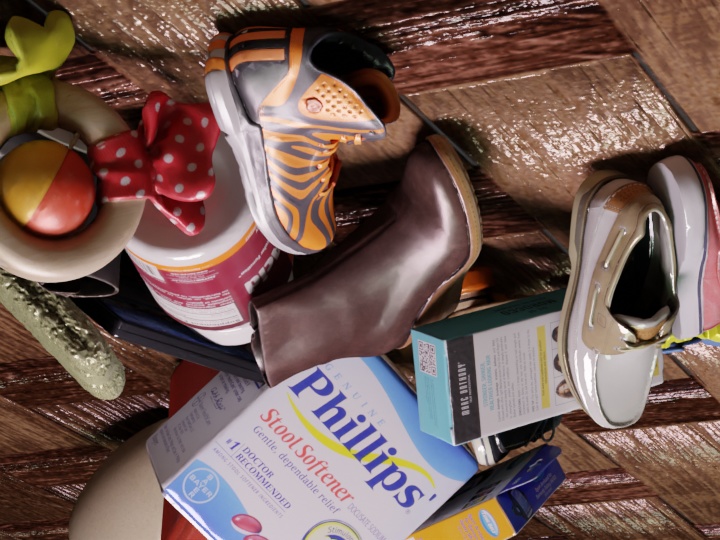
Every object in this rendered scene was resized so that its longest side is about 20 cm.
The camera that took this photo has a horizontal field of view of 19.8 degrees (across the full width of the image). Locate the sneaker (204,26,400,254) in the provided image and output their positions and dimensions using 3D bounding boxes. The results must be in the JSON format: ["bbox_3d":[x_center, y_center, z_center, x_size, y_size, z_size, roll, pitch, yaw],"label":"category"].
[{"bbox_3d":[-0.023,-0.082,1.361,0.111,0.078,0.201,-5,144,15],"label":"sneaker"}]

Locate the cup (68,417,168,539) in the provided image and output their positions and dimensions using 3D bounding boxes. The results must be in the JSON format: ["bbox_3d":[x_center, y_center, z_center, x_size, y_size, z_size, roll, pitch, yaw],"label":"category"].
[{"bbox_3d":[-0.183,0.232,2.090,0.198,0.201,0.144,10,131,-17],"label":"cup"}]

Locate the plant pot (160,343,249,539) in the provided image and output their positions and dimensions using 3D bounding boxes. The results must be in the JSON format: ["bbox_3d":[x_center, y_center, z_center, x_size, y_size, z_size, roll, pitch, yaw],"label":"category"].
[{"bbox_3d":[-0.062,0.146,1.840,0.198,0.201,0.177,8,148,-12],"label":"plant pot"}]

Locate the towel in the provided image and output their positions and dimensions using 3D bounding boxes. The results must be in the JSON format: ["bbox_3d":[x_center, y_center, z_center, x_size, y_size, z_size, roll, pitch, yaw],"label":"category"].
[{"bbox_3d":[-0.258,0.012,1.577,0.200,0.036,0.149,45,169,11],"label":"towel"}]

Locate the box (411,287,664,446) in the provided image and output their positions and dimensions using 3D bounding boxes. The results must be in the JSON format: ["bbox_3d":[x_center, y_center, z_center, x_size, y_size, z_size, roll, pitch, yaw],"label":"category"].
[{"bbox_3d":[0.136,0.065,1.555,0.198,0.083,0.049,-13,-164,-28],"label":"box"}]

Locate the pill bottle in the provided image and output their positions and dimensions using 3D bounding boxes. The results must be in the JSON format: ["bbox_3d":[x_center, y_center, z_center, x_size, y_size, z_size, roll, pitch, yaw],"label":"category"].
[{"bbox_3d":[-0.110,-0.023,1.506,0.113,0.115,0.200,0,158,8],"label":"pill bottle"}]

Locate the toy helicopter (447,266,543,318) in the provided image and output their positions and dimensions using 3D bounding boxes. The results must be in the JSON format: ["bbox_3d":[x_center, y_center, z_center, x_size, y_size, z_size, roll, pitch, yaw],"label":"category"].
[{"bbox_3d":[0.127,0.041,1.712,0.131,0.080,0.200,-12,172,-5],"label":"toy helicopter"}]

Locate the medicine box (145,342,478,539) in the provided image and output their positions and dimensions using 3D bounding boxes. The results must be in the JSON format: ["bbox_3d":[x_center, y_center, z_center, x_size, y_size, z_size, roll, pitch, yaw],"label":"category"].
[{"bbox_3d":[-0.040,0.150,1.675,0.182,0.200,0.103,47,-178,-21],"label":"medicine box"}]

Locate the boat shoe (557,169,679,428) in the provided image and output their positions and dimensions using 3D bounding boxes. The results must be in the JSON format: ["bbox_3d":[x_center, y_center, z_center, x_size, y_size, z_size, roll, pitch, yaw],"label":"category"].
[{"bbox_3d":[0.191,0.031,1.501,0.074,0.202,0.068,-17,-152,-23],"label":"boat shoe"}]

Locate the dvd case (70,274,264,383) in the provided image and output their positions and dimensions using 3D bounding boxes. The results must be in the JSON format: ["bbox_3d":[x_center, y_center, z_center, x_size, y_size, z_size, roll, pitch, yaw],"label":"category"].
[{"bbox_3d":[-0.175,0.033,1.644,0.142,0.018,0.200,19,-173,-34],"label":"dvd case"}]

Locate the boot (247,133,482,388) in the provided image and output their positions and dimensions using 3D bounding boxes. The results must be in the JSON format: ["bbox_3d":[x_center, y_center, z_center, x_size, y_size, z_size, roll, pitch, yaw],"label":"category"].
[{"bbox_3d":[0.000,0.000,1.483,0.165,0.073,0.201,-21,144,-18],"label":"boot"}]

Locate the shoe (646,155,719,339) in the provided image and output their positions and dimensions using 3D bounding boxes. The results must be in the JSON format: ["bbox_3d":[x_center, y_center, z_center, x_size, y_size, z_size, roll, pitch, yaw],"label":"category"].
[{"bbox_3d":[0.266,-0.027,1.520,0.090,0.072,0.201,-20,145,-4],"label":"shoe"}]

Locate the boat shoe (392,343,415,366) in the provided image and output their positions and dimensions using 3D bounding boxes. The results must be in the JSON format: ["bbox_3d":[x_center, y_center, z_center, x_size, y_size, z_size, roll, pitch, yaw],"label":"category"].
[{"bbox_3d":[0.027,0.022,1.674,0.066,0.075,0.200,11,158,13],"label":"boat shoe"}]

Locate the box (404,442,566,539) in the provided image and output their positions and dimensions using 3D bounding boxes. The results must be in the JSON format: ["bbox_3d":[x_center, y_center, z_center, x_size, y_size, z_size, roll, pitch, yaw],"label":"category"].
[{"bbox_3d":[0.083,0.206,1.714,0.199,0.042,0.119,-26,-175,32],"label":"box"}]

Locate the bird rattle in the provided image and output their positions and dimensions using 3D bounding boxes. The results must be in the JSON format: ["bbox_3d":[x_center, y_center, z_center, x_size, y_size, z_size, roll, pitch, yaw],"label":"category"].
[{"bbox_3d":[-0.191,-0.069,1.340,0.200,0.164,0.112,37,160,-25],"label":"bird rattle"}]

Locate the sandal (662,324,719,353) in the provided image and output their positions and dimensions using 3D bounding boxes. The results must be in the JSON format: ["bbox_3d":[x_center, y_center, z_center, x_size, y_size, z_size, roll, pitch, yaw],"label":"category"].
[{"bbox_3d":[0.278,0.031,1.660,0.198,0.080,0.087,-1,-179,9],"label":"sandal"}]

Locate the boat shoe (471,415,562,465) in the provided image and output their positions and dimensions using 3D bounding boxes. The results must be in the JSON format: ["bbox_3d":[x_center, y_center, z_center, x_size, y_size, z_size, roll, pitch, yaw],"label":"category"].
[{"bbox_3d":[0.133,0.109,1.718,0.062,0.075,0.200,-13,-174,22],"label":"boat shoe"}]

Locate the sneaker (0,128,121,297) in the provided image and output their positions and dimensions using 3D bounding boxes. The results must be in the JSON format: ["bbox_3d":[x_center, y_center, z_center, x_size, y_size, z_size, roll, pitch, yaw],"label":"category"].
[{"bbox_3d":[-0.251,-0.051,1.465,0.198,0.107,0.075,14,156,-25],"label":"sneaker"}]
